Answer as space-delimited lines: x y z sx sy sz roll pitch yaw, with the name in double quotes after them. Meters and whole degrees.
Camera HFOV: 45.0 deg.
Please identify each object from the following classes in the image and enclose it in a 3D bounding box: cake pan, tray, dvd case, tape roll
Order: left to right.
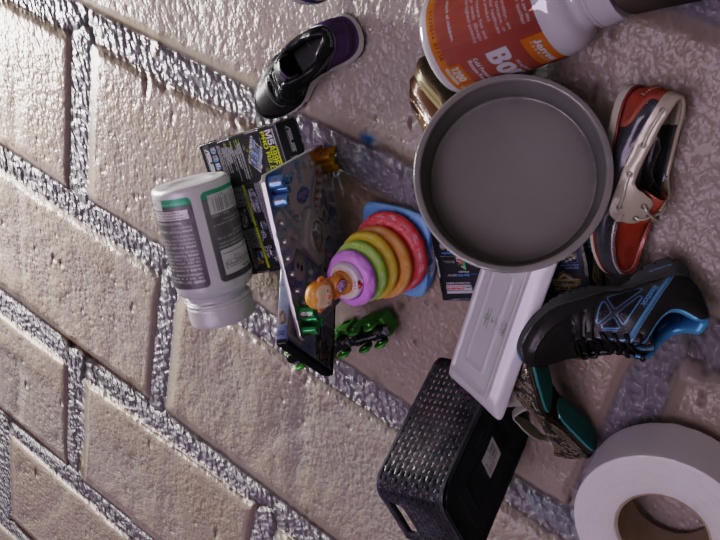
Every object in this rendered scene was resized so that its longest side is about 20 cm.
-0.065 0.019 1.102 0.017 0.143 0.203 -7 66 19 "dvd case"
0.149 0.054 0.969 0.107 0.022 0.202 40 121 50 "tray"
0.153 -0.096 0.882 0.197 0.037 0.203 -1 82 11 "cake pan"
0.346 0.277 0.980 0.200 0.071 0.205 13 119 25 "tape roll"

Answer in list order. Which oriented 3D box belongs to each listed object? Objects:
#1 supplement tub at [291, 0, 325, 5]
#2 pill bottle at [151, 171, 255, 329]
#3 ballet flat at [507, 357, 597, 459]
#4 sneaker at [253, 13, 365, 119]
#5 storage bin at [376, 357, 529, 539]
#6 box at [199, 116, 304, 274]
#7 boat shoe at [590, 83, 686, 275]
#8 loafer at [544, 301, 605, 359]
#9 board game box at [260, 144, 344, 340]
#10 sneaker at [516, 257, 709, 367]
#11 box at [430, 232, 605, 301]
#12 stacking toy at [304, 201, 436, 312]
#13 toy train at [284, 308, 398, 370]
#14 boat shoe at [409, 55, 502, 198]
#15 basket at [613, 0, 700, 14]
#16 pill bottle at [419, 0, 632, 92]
-0.010 -0.384 0.938 0.198 0.144 0.146 -8 104 40 "supplement tub"
-0.215 -0.028 1.217 0.112 0.113 0.203 1 109 38 "pill bottle"
0.206 0.156 1.012 0.075 0.068 0.201 -18 125 30 "ballet flat"
-0.090 -0.254 1.094 0.199 0.087 0.076 -32 89 42 "sneaker"
0.117 0.221 1.047 0.093 0.201 0.136 5 138 37 "storage bin"
-0.133 -0.099 1.226 0.159 0.044 0.203 -8 104 39 "box"
0.283 -0.085 0.882 0.062 0.071 0.203 27 120 48 "boat shoe"
0.226 0.069 1.011 0.198 0.072 0.063 9 139 42 "loafer"
-0.053 -0.043 1.088 0.026 0.200 0.203 -7 106 20 "board game box"
0.258 0.057 0.894 0.198 0.082 0.073 -25 137 7 "sneaker"
0.173 -0.046 1.005 0.198 0.046 0.161 -2 107 38 "box"
0.000 0.000 1.059 0.109 0.199 0.118 18 119 31 "stacking toy"
-0.029 0.096 1.220 0.199 0.056 0.042 -19 112 41 "toy train"
0.111 -0.150 0.976 0.202 0.071 0.068 65 147 27 "boat shoe"
0.307 -0.306 0.735 0.199 0.135 0.183 -13 97 44 "basket"
0.166 -0.259 0.875 0.198 0.112 0.114 -12 101 41 "pill bottle"
